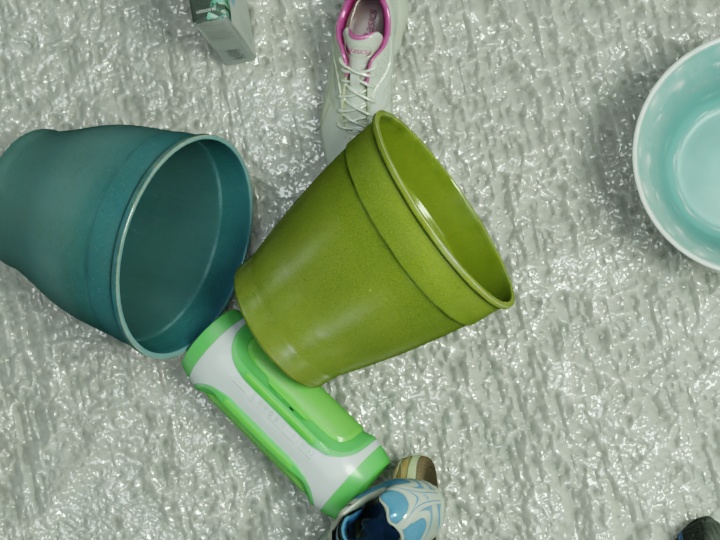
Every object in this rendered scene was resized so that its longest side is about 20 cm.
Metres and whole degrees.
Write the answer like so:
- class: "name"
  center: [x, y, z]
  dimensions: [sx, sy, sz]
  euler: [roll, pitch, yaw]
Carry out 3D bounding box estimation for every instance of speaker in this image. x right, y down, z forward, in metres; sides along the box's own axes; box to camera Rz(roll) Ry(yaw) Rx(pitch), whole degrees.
- class: "speaker"
  center: [-0.068, 0.130, 1.110]
  dimensions: [0.200, 0.088, 0.089]
  euler: [43, 94, 10]

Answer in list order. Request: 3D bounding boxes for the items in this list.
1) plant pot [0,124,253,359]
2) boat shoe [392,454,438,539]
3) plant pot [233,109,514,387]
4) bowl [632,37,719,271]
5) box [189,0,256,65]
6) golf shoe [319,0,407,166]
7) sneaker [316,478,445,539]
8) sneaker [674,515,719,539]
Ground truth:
- class: "plant pot"
  center: [-0.229, -0.042, 1.105]
  dimensions: [0.187, 0.200, 0.202]
  euler: [16, 89, 25]
- class: "boat shoe"
  center: [0.020, 0.263, 1.099]
  dimensions: [0.076, 0.072, 0.202]
  euler: [7, 86, 26]
- class: "plant pot"
  center: [0.000, 0.000, 1.066]
  dimensions: [0.192, 0.200, 0.201]
  euler: [-36, 81, 16]
- class: "bowl"
  center: [0.331, -0.092, 1.047]
  dimensions: [0.199, 0.105, 0.203]
  euler: [-1, 86, 9]
- class: "box"
  center: [-0.139, -0.305, 1.122]
  dimensions: [0.036, 0.144, 0.202]
  euler: [-12, 85, 4]
- class: "golf shoe"
  center: [-0.004, -0.174, 1.118]
  dimensions: [0.075, 0.092, 0.202]
  euler: [5, 89, 9]
- class: "sneaker"
  center: [-0.008, 0.234, 1.044]
  dimensions: [0.200, 0.072, 0.072]
  euler: [-45, 48, 38]
- class: "sneaker"
  center: [0.306, 0.313, 1.051]
  dimensions: [0.076, 0.076, 0.202]
  euler: [3, 87, -12]
